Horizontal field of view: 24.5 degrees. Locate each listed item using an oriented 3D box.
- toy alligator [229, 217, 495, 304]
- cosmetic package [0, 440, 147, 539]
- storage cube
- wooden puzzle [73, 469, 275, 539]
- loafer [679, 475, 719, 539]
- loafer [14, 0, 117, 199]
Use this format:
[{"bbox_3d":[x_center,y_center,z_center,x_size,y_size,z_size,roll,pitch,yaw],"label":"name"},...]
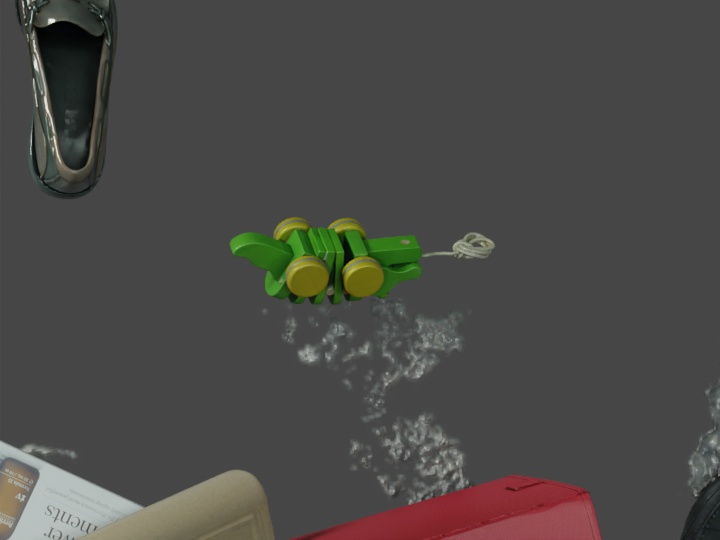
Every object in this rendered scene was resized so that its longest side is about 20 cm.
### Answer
[{"bbox_3d":[0.000,0.000,1.210,0.199,0.059,0.054,1,127,-19],"label":"toy alligator"},{"bbox_3d":[-0.250,0.193,1.112,0.199,0.052,0.151,27,80,-14],"label":"cosmetic package"},{"bbox_3d":[0.067,0.248,1.134,0.179,0.200,0.172,-14,90,-12],"label":"storage cube"},{"bbox_3d":[-0.128,0.257,1.123,0.185,0.037,0.201,-21,103,-33],"label":"wooden puzzle"},{"bbox_3d":[0.269,0.233,1.264,0.068,0.070,0.201,38,75,-12],"label":"loafer"},{"bbox_3d":[-0.199,-0.152,1.150,0.072,0.063,0.201,-2,86,-18],"label":"loafer"}]
